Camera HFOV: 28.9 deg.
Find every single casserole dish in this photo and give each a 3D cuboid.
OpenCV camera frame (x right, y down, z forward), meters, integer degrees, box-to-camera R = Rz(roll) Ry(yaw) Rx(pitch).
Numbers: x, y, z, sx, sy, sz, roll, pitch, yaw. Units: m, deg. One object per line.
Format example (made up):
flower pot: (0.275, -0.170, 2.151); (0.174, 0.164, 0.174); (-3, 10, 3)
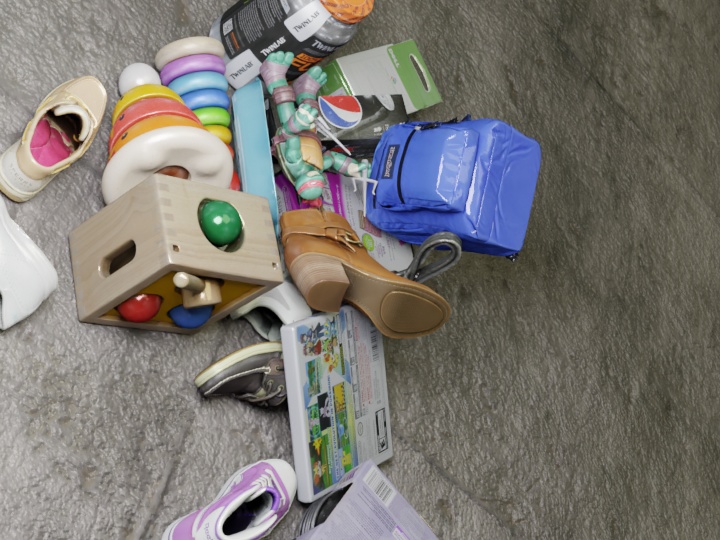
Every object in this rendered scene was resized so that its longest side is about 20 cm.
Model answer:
casserole dish: (-0.127, -0.131, 1.661); (0.039, 0.121, 0.201); (-7, 78, -7)

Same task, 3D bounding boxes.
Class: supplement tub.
supplement tub: (-0.086, -0.310, 1.745); (0.122, 0.200, 0.123); (27, 49, -36)

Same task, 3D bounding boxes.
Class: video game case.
video game case: (-0.024, 0.143, 1.606); (0.182, 0.022, 0.201); (-18, 106, -56)

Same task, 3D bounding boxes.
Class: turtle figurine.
turtle figurine: (-0.059, -0.155, 1.649); (0.150, 0.100, 0.201); (43, 27, -62)

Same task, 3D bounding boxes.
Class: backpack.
backpack: (0.097, -0.115, 1.721); (0.168, 0.200, 0.163); (26, 76, -41)

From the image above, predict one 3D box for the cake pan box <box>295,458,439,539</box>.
cake pan box: (0.018, 0.327, 1.518); (0.200, 0.052, 0.184); (50, 34, -6)

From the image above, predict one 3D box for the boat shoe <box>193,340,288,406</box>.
boat shoe: (-0.101, 0.118, 1.561); (0.200, 0.073, 0.065); (-10, 70, -52)

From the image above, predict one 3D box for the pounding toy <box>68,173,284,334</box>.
pounding toy: (-0.185, -0.004, 1.436); (0.184, 0.200, 0.143); (10, 60, -46)

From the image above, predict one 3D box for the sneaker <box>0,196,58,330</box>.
sneaker: (-0.381, -0.032, 1.341); (0.200, 0.075, 0.089); (50, 50, -16)

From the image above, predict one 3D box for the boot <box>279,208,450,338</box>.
boot: (0.000, 0.000, 1.623); (0.199, 0.077, 0.155); (9, 32, -24)

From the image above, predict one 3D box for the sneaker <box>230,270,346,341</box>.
sneaker: (-0.077, 0.054, 1.638); (0.200, 0.074, 0.089); (19, 58, -32)

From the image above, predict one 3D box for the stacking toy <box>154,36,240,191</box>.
stacking toy: (-0.182, -0.170, 1.653); (0.085, 0.085, 0.201); (-3, 75, -50)

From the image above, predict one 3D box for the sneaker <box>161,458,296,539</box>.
sneaker: (-0.103, 0.243, 1.447); (0.073, 0.114, 0.200); (58, 36, -2)

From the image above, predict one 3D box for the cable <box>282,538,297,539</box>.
cable: (-0.047, 0.377, 1.478); (0.163, 0.051, 0.200); (47, 40, -18)

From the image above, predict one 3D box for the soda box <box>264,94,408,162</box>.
soda box: (-0.036, -0.181, 1.781); (0.199, 0.071, 0.064); (-6, 73, -31)

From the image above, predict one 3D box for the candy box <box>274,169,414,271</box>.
candy box: (-0.022, -0.049, 1.768); (0.200, 0.061, 0.137); (11, 59, -45)

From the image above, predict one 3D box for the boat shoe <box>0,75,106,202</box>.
boat shoe: (-0.314, -0.149, 1.486); (0.074, 0.069, 0.200); (45, 40, -20)

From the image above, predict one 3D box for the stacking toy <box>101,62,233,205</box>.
stacking toy: (-0.235, -0.158, 1.569); (0.146, 0.146, 0.200); (20, 34, -41)

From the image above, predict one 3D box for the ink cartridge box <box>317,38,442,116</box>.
ink cartridge box: (0.023, -0.252, 1.949); (0.200, 0.059, 0.104); (-27, 90, -52)

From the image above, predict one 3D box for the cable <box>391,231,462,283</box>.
cable: (0.047, 0.023, 1.692); (0.097, 0.200, 0.050); (51, 37, -26)
